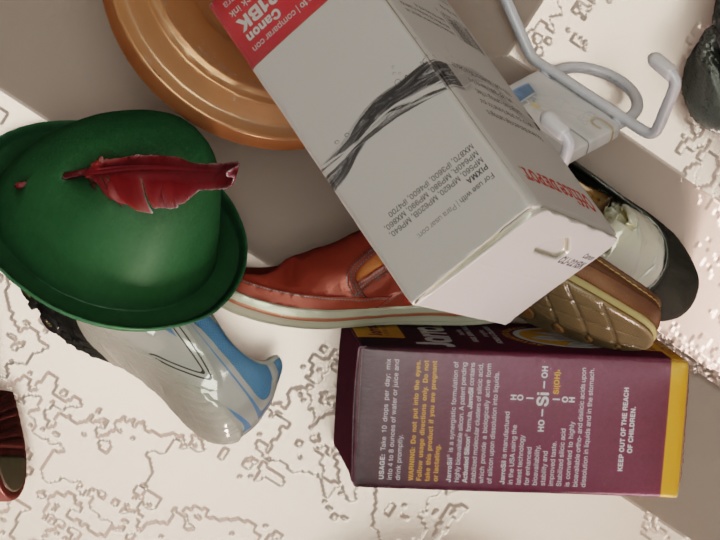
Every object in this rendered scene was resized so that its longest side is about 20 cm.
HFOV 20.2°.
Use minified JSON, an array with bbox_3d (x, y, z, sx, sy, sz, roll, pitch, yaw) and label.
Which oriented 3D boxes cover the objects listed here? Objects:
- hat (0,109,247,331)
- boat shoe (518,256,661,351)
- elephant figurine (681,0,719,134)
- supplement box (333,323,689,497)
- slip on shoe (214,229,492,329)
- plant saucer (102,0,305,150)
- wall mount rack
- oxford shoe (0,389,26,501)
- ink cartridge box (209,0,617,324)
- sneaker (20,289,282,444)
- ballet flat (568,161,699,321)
[{"bbox_3d":[-0.116,-0.079,1.123,0.200,0.165,0.177,38,133,17],"label":"hat"},{"bbox_3d":[0.091,-0.022,1.181,0.199,0.072,0.068,29,68,5],"label":"boat shoe"},{"bbox_3d":[0.262,-0.131,1.230,0.200,0.155,0.142,41,125,2],"label":"elephant figurine"},{"bbox_3d":[0.088,0.081,1.229,0.198,0.110,0.086,3,98,-6],"label":"supplement box"},{"bbox_3d":[0.000,0.000,1.231,0.198,0.074,0.062,-1,105,-11],"label":"slip on shoe"},{"bbox_3d":[-0.053,-0.169,1.182,0.199,0.032,0.202,8,69,-20],"label":"plant saucer"},{"bbox_3d":[0.086,-0.122,1.191,0.173,0.200,0.075,37,132,24],"label":"wall mount rack"},{"bbox_3d":[-0.260,0.046,1.215,0.074,0.070,0.201,-12,89,14],"label":"oxford shoe"},{"bbox_3d":[0.031,-0.076,1.056,0.084,0.144,0.200,-40,71,15],"label":"ink cartridge box"},{"bbox_3d":[-0.136,0.024,1.231,0.200,0.072,0.073,39,57,-2],"label":"sneaker"},{"bbox_3d":[0.131,-0.031,1.244,0.199,0.068,0.068,35,90,-9],"label":"ballet flat"}]
